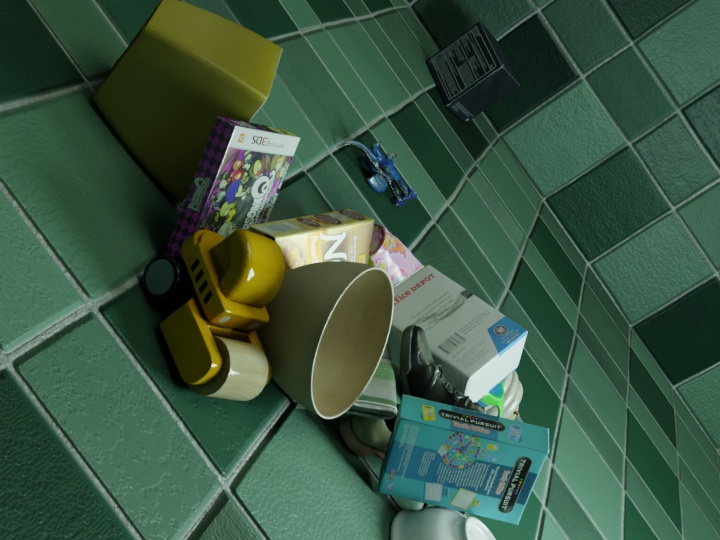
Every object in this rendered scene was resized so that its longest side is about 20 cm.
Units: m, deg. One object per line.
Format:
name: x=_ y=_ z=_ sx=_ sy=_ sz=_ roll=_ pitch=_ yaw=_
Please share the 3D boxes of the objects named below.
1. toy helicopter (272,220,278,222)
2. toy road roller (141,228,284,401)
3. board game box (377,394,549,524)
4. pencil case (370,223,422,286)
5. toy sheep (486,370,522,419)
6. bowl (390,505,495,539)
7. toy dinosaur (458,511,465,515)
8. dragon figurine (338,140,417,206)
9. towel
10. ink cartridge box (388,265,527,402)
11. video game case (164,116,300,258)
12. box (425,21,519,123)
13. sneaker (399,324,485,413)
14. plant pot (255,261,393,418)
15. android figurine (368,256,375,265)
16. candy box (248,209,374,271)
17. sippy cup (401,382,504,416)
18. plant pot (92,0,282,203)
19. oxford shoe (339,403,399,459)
toy helicopter: x=-0.071 y=-0.020 z=1.751 sx=0.132 sy=0.079 sz=0.200 roll=52 pitch=8 yaw=16
toy road roller: x=-0.153 y=0.041 z=1.335 sx=0.123 sy=0.146 sz=0.201 roll=19 pitch=42 yaw=-58
board game box: x=0.135 y=0.255 z=1.510 sx=0.199 sy=0.151 sz=0.047 roll=13 pitch=38 yaw=-1
pencil case: x=0.068 y=0.005 z=1.986 sx=0.200 sy=0.087 sz=0.088 roll=42 pitch=24 yaw=-35
toy sheep: x=0.200 y=0.193 z=1.920 sx=0.200 sy=0.138 sz=0.138 roll=45 pitch=23 yaw=-27
bowl: x=0.135 y=0.398 z=1.528 sx=0.201 sy=0.090 sz=0.201 roll=47 pitch=22 yaw=-26
toy dinosaur: x=0.144 y=0.286 z=1.613 sx=0.077 sy=0.200 sz=0.102 roll=-33 pitch=78 yaw=-37
dragon figurine: x=0.043 y=-0.199 z=2.264 sx=0.200 sy=0.059 sz=0.100 roll=33 pitch=30 yaw=-50
towel: x=-0.028 y=0.125 z=1.569 sx=0.149 sy=0.031 sz=0.200 roll=12 pitch=34 yaw=-13
ink cartridge box: x=0.125 y=0.099 z=1.695 sx=0.200 sy=0.084 sz=0.144 roll=35 pitch=49 yaw=27
video game case: x=-0.165 y=-0.094 z=1.462 sx=0.036 sy=0.201 sz=0.181 roll=27 pitch=11 yaw=21
box: x=0.325 y=-0.572 z=3.264 sx=0.123 sy=0.198 sz=0.201 roll=31 pitch=32 yaw=-48
sneaker: x=0.118 y=0.169 z=1.578 sx=0.076 sy=0.114 sz=0.200 roll=22 pitch=57 yaw=-70
plant pot: x=-0.063 y=0.071 z=1.442 sx=0.134 sy=0.201 sz=0.200 roll=20 pitch=6 yaw=25
android figurine: x=0.000 y=0.000 z=1.809 sx=0.200 sy=0.041 sz=0.182 roll=57 pitch=-4 yaw=48
candy box: x=-0.072 y=-0.013 z=1.555 sx=0.055 sy=0.116 sz=0.200 roll=25 pitch=25 yaw=37
sippy cup: x=0.140 y=0.180 z=1.808 sx=0.140 sy=0.130 sz=0.178 roll=30 pitch=33 yaw=-53
plant pot: x=-0.243 y=-0.252 z=1.534 sx=0.176 sy=0.200 sz=0.200 roll=36 pitch=26 yaw=-16
oxford shoe: x=0.050 y=0.228 z=1.611 sx=0.200 sy=0.074 sz=0.071 roll=14 pitch=46 yaw=-61
